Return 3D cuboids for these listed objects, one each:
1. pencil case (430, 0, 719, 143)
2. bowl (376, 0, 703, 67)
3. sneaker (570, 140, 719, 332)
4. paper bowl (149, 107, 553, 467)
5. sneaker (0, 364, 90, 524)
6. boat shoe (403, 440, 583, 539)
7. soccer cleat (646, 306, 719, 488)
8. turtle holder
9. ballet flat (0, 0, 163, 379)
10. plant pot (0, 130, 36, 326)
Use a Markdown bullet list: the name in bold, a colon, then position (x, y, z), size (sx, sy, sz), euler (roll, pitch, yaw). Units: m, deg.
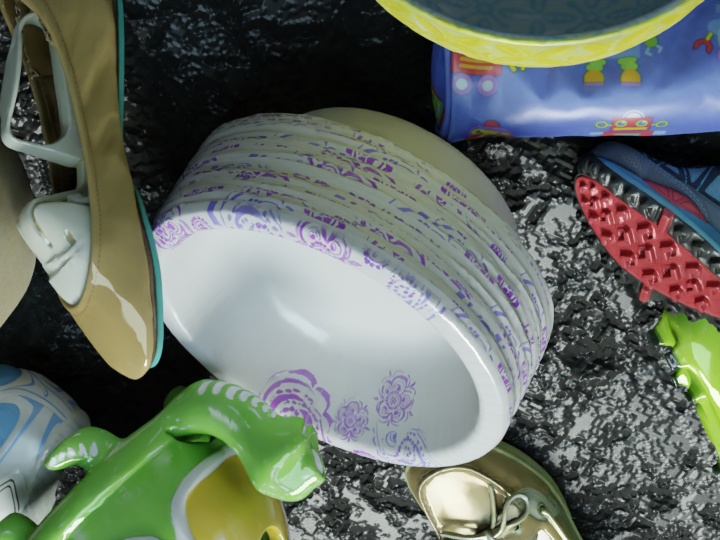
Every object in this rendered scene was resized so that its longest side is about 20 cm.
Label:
- **pencil case**: position (0.128, -0.107, 0.868), size (0.198, 0.088, 0.078), euler (-1, 166, 0)
- **bowl**: position (0.075, -0.168, 0.790), size (0.199, 0.202, 0.108), euler (-1, 162, -1)
- **sneaker**: position (0.205, -0.017, 0.935), size (0.199, 0.096, 0.079), euler (30, 150, 5)
- **paper bowl**: position (0.000, 0.000, 0.888), size (0.200, 0.105, 0.201), euler (21, 148, 14)
- **sneaker**: position (-0.213, 0.132, 1.030), size (0.072, 0.072, 0.201), euler (38, 126, 12)
- **boat shoe**: position (0.097, 0.173, 1.058), size (0.073, 0.063, 0.201), euler (-29, 120, 16)
- **soccer cleat**: position (0.230, 0.085, 1.006), size (0.081, 0.068, 0.201), euler (-28, 120, 2)
- **turtle holder**: position (-0.093, 0.137, 0.957), size (0.185, 0.141, 0.132), euler (-43, 79, 3)
- **ballet flat**: position (-0.139, -0.046, 0.852), size (0.063, 0.202, 0.069), euler (-3, 168, -30)
- **plant pot**: position (-0.237, -0.019, 0.869), size (0.134, 0.200, 0.201), euler (-10, 132, -38)
